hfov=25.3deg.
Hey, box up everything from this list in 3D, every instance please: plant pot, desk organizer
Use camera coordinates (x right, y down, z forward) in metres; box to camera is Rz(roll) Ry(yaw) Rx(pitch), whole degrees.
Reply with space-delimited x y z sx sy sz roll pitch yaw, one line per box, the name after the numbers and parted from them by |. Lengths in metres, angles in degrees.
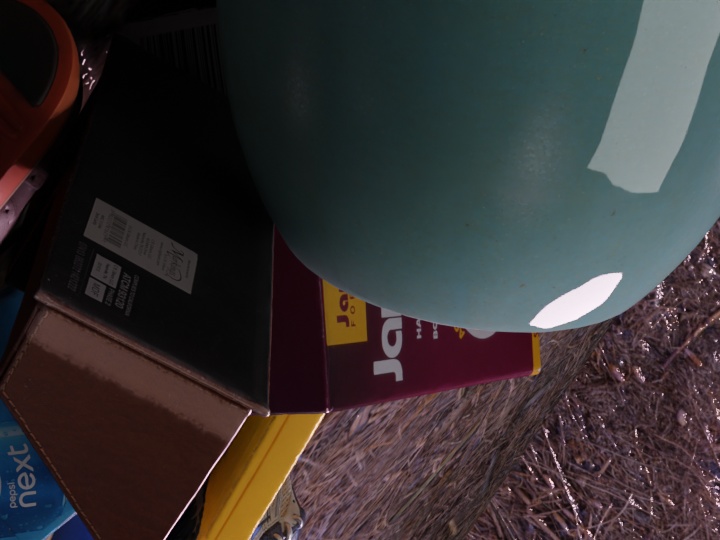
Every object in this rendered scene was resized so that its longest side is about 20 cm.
0.044 -0.079 0.508 0.200 0.199 0.162 -31 136 -55 | plant pot
-0.077 0.004 0.525 0.077 0.071 0.200 -55 -163 22 | desk organizer

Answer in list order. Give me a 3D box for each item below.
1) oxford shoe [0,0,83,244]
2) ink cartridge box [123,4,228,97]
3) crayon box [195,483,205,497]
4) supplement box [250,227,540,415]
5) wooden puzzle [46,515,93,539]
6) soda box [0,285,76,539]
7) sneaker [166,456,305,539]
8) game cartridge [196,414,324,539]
-0.158 0.002 0.531 0.200 0.071 0.073 -50 171 -10 | oxford shoe
-0.009 -0.087 0.704 0.200 0.108 0.051 -12 95 -70 | ink cartridge box
-0.170 0.147 0.880 0.119 0.058 0.200 -52 166 4 | crayon box
0.000 0.000 0.708 0.199 0.085 0.112 -3 90 -59 | supplement box
-0.159 0.193 0.684 0.186 0.046 0.201 -60 -174 38 | wooden puzzle
-0.128 0.050 0.591 0.064 0.068 0.200 -38 -172 4 | soda box
-0.072 0.158 0.994 0.077 0.085 0.201 -39 -155 35 | sneaker
-0.038 0.041 0.911 0.201 0.032 0.177 -79 -164 -56 | game cartridge
